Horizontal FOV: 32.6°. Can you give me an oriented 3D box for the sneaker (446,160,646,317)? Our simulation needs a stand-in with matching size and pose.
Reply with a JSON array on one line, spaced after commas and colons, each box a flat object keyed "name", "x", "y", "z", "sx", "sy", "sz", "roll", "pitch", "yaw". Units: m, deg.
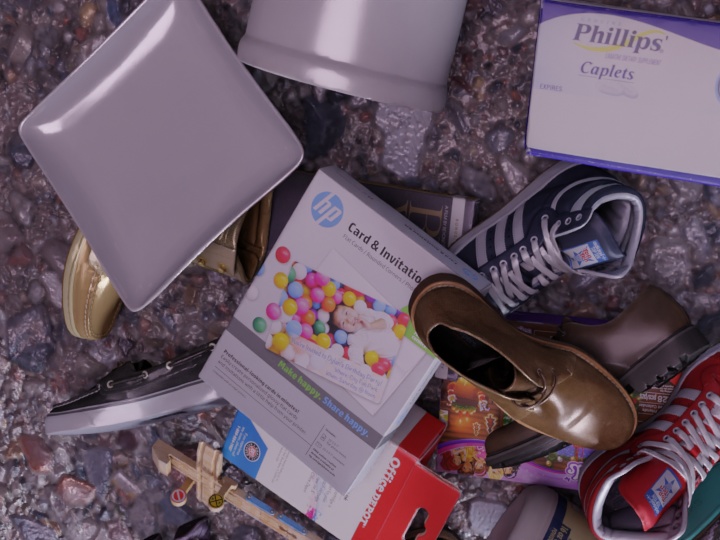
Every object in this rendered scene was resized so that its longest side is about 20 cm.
[{"name": "sneaker", "x": 0.132, "y": -0.003, "z": 0.940, "sx": 0.200, "sy": 0.108, "sz": 0.070, "roll": -44, "pitch": 117, "yaw": -5}]

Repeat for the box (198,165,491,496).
[{"name": "box", "x": -0.015, "y": 0.047, "z": 0.953, "sx": 0.155, "sy": 0.041, "sz": 0.201, "roll": 37, "pitch": 108, "yaw": 12}]

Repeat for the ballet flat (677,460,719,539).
[{"name": "ballet flat", "x": 0.314, "y": 0.161, "z": 0.979, "sx": 0.200, "sy": 0.072, "sz": 0.072, "roll": -44, "pitch": 88, "yaw": 1}]

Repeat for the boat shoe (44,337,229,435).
[{"name": "boat shoe", "x": -0.194, "y": 0.107, "z": 1.104, "sx": 0.197, "sy": 0.069, "sz": 0.058, "roll": -14, "pitch": 78, "yaw": 15}]

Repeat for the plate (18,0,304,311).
[{"name": "plate", "x": -0.162, "y": -0.103, "z": 1.005, "sx": 0.199, "sy": 0.032, "sz": 0.201, "roll": -40, "pitch": 73, "yaw": 15}]

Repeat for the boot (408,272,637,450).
[{"name": "boot", "x": 0.119, "y": 0.082, "z": 0.878, "sx": 0.198, "sy": 0.076, "sz": 0.074, "roll": 32, "pitch": 106, "yaw": -15}]

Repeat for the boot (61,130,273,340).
[{"name": "boot", "x": -0.165, "y": -0.012, "z": 1.062, "sx": 0.154, "sy": 0.073, "sz": 0.203, "roll": 23, "pitch": 99, "yaw": 16}]

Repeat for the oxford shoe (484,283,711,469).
[{"name": "oxford shoe", "x": 0.170, "y": 0.084, "z": 0.967, "sx": 0.199, "sy": 0.073, "sz": 0.085, "roll": -39, "pitch": 73, "yaw": 15}]

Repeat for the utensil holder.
[{"name": "utensil holder", "x": 0.006, "y": -0.239, "z": 0.933, "sx": 0.167, "sy": 0.170, "sz": 0.203, "roll": 15, "pitch": 101, "yaw": 11}]

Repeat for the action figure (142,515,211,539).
[{"name": "action figure", "x": -0.142, "y": 0.333, "z": 1.126, "sx": 0.129, "sy": 0.069, "sz": 0.202, "roll": -22, "pitch": 97, "yaw": 12}]

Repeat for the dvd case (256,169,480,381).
[{"name": "dvd case", "x": 0.000, "y": 0.000, "z": 1.034, "sx": 0.197, "sy": 0.016, "sz": 0.151, "roll": 11, "pitch": 102, "yaw": 25}]

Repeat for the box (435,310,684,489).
[{"name": "box", "x": 0.164, "y": 0.108, "z": 1.021, "sx": 0.197, "sy": 0.039, "sz": 0.139, "roll": 5, "pitch": 101, "yaw": 13}]

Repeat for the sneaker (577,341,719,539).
[{"name": "sneaker", "x": 0.246, "y": 0.132, "z": 0.925, "sx": 0.071, "sy": 0.112, "sz": 0.200, "roll": 46, "pitch": 105, "yaw": -1}]

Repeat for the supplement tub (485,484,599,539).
[{"name": "supplement tub", "x": 0.186, "y": 0.284, "z": 0.991, "sx": 0.198, "sy": 0.145, "sz": 0.146, "roll": 32, "pitch": 106, "yaw": 4}]

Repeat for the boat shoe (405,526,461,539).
[{"name": "boat shoe", "x": -0.001, "y": 0.280, "z": 1.076, "sx": 0.198, "sy": 0.073, "sz": 0.075, "roll": -26, "pitch": 93, "yaw": 17}]

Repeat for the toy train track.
[{"name": "toy train track", "x": -0.104, "y": 0.213, "z": 1.074, "sx": 0.198, "sy": 0.033, "sz": 0.115, "roll": 28, "pitch": 145, "yaw": 13}]

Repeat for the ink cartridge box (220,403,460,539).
[{"name": "ink cartridge box", "x": -0.008, "y": 0.154, "z": 1.036, "sx": 0.199, "sy": 0.067, "sz": 0.117, "roll": 33, "pitch": 121, "yaw": 12}]

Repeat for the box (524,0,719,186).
[{"name": "box", "x": 0.218, "y": -0.130, "z": 0.880, "sx": 0.181, "sy": 0.200, "sz": 0.107, "roll": 10, "pitch": 103, "yaw": 12}]
